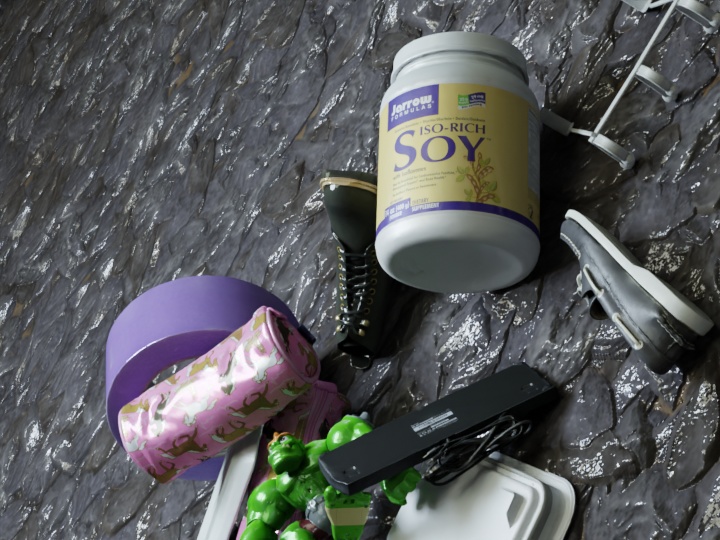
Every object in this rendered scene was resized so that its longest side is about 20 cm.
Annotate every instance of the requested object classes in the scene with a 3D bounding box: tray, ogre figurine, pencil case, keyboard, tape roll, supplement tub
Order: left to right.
[{"bbox_3d":[-0.151,0.107,1.856,0.200,0.200,0.085,-46,31,25],"label":"tape roll"},{"bbox_3d":[-0.133,0.116,1.748,0.200,0.083,0.087,-36,22,19],"label":"pencil case"},{"bbox_3d":[-0.132,0.228,1.814,0.107,0.022,0.200,-88,16,-61],"label":"tray"},{"bbox_3d":[-0.065,0.200,1.756,0.086,0.083,0.201,-6,56,29],"label":"pencil case"},{"bbox_3d":[-0.040,0.201,1.634,0.200,0.098,0.120,-57,24,25],"label":"ogre figurine"},{"bbox_3d":[0.069,0.143,1.551,0.200,0.040,0.104,-25,21,-8],"label":"keyboard"},{"bbox_3d":[0.087,-0.095,1.673,0.145,0.145,0.201,-26,55,48],"label":"supplement tub"}]

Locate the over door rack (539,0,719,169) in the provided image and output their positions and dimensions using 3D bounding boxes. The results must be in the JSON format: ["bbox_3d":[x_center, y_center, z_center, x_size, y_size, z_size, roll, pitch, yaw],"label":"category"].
[{"bbox_3d":[0.237,-0.168,1.623,0.148,0.067,0.200,-58,14,5],"label":"over door rack"}]

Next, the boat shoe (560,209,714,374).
[{"bbox_3d":[0.204,0.016,1.492,0.060,0.074,0.200,-51,37,7],"label":"boat shoe"}]

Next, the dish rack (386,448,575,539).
[{"bbox_3d":[0.079,0.225,1.534,0.200,0.043,0.172,16,79,63],"label":"dish rack"}]

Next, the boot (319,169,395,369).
[{"bbox_3d":[0.000,0.000,1.757,0.077,0.200,0.139,7,71,21],"label":"boot"}]
